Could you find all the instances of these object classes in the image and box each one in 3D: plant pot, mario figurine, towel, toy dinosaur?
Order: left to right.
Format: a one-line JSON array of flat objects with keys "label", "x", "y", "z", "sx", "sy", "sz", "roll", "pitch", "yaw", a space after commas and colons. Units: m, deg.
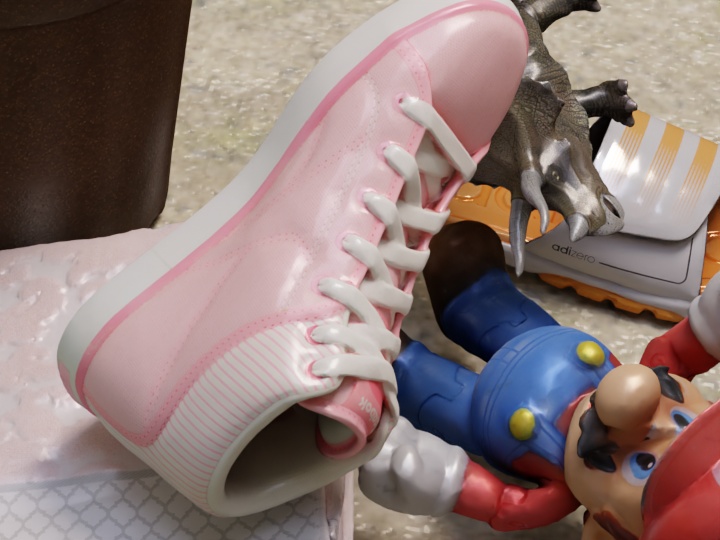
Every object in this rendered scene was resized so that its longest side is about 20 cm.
[{"label": "plant pot", "x": -0.146, "y": -0.108, "z": 1.060, "sx": 0.200, "sy": 0.199, "sz": 0.200, "roll": 2, "pitch": 42, "yaw": -2}, {"label": "towel", "x": -0.102, "y": 0.056, "z": 0.974, "sx": 0.200, "sy": 0.032, "sz": 0.191, "roll": -8, "pitch": 43, "yaw": 4}, {"label": "toy dinosaur", "x": 0.035, "y": -0.067, "z": 1.040, "sx": 0.102, "sy": 0.077, "sz": 0.200, "roll": -25, "pitch": 25, "yaw": -32}, {"label": "mario figurine", "x": 0.073, "y": 0.039, "z": 0.958, "sx": 0.106, "sy": 0.124, "sz": 0.200, "roll": 9, "pitch": 14, "yaw": -43}]

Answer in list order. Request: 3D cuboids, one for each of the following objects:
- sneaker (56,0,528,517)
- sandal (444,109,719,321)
[{"label": "sneaker", "x": 0.000, "y": 0.000, "z": 0.914, "sx": 0.200, "sy": 0.075, "sz": 0.105, "roll": -44, "pitch": 52, "yaw": -1}, {"label": "sandal", "x": 0.085, "y": -0.034, "z": 1.103, "sx": 0.206, "sy": 0.059, "sz": 0.079, "roll": 11, "pitch": 42, "yaw": 7}]
